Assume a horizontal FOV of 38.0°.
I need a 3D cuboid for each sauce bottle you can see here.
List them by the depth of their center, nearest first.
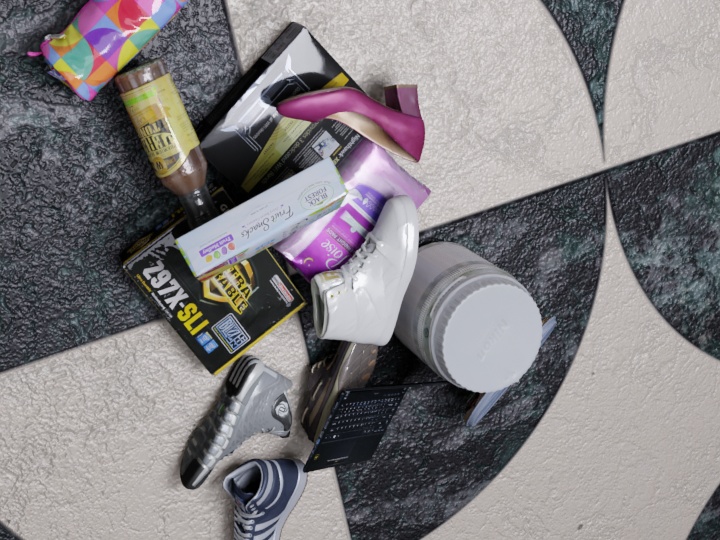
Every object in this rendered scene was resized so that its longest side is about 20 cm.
[{"bbox_3d":[-0.219,-0.144,1.222,0.064,0.065,0.202,-26,105,-10],"label":"sauce bottle"}]

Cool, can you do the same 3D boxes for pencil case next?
[{"bbox_3d":[-0.276,-0.283,1.182,0.200,0.088,0.088,-44,118,-3],"label":"pencil case"}]

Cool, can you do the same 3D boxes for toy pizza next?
[{"bbox_3d":[0.208,0.138,1.489,0.032,0.200,0.201,39,92,13],"label":"toy pizza"}]

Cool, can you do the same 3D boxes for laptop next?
[{"bbox_3d":[0.043,0.209,1.422,0.176,0.103,0.202,6,115,-58],"label":"laptop"}]

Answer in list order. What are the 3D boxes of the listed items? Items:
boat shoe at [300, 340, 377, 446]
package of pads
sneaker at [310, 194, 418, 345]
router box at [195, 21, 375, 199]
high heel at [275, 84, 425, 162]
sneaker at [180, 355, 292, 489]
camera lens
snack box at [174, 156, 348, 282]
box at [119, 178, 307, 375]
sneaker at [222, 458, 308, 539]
[{"bbox_3d":[-0.039,0.152,1.427,0.074,0.073,0.202,-8,124,-55],"label":"boat shoe"},{"bbox_3d":[-0.015,-0.070,1.364,0.120,0.076,0.200,40,91,-25],"label":"package of pads"},{"bbox_3d":[0.000,0.000,1.311,0.114,0.074,0.203,4,109,-28],"label":"sneaker"},{"bbox_3d":[-0.091,-0.181,1.306,0.200,0.052,0.157,-47,119,0],"label":"router box"},{"bbox_3d":[-0.007,-0.173,1.268,0.197,0.067,0.098,-8,95,-23],"label":"high heel"},{"bbox_3d":[-0.154,0.224,1.418,0.115,0.075,0.202,28,96,-30],"label":"sneaker"},{"bbox_3d":[0.133,0.058,1.394,0.158,0.200,0.162,-6,108,-19],"label":"camera lens"},{"bbox_3d":[-0.115,-0.056,1.230,0.198,0.142,0.053,-29,91,-6],"label":"snack box"},{"bbox_3d":[-0.187,0.011,1.342,0.159,0.049,0.201,-36,118,-4],"label":"box"},{"bbox_3d":[-0.155,0.348,1.445,0.108,0.070,0.202,21,94,-52],"label":"sneaker"}]
